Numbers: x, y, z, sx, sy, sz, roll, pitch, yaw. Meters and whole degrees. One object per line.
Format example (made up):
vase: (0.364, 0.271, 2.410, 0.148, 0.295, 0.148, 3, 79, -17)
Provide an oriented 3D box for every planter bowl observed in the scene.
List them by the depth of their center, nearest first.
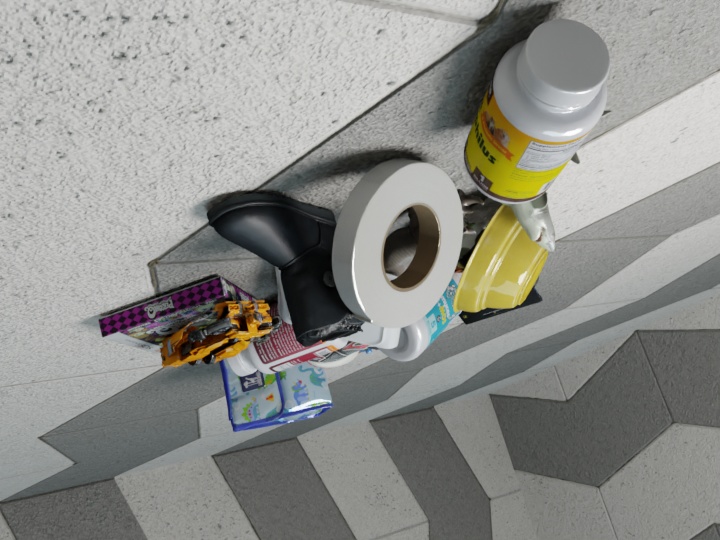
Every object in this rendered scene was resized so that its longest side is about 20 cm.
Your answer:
planter bowl: (0.222, -0.007, 1.055, 0.201, 0.083, 0.201, -52, 160, -27)

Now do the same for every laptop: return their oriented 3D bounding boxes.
laptop: (0.231, 0.057, 1.370, 0.176, 0.104, 0.200, -20, 129, 30)

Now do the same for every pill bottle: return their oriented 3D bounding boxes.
pill bottle: (0.174, -0.154, 0.712, 0.108, 0.110, 0.200, -14, 162, -9)
pill bottle: (0.106, 0.057, 1.199, 0.200, 0.111, 0.111, -39, -178, -43)
pill bottle: (-0.129, 0.108, 1.216, 0.198, 0.114, 0.113, -21, 162, 13)

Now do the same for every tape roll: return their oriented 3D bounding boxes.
tape roll: (0.049, -0.031, 0.852, 0.037, 0.205, 0.202, 18, -170, 42)

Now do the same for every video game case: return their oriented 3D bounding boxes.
video game case: (-0.272, 0.074, 1.109, 0.198, 0.036, 0.181, -19, 164, 5)

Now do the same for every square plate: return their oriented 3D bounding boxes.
square plate: (-0.034, 0.051, 1.051, 0.198, 0.029, 0.199, 14, 148, 6)

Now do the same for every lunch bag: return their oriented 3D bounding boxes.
lunch bag: (-0.172, 0.215, 1.402, 0.198, 0.172, 0.128, -7, 161, -22)

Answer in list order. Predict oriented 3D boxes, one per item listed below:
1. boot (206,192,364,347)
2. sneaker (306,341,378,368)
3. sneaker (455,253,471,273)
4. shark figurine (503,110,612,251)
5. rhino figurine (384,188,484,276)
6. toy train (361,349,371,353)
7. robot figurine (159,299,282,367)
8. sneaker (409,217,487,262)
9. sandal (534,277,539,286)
boot: (-0.082, 0.003, 0.853, 0.076, 0.170, 0.199, -28, 158, 34)
sneaker: (-0.013, 0.110, 1.271, 0.198, 0.081, 0.075, -20, 150, -3)
sneaker: (0.167, -0.028, 1.183, 0.089, 0.071, 0.199, -1, 176, 30)
shark figurine: (0.236, -0.138, 0.918, 0.089, 0.128, 0.215, -36, 152, -25)
rhino figurine: (0.083, -0.050, 0.976, 0.199, 0.088, 0.060, -26, 161, 26)
toy train: (0.057, 0.110, 1.413, 0.198, 0.088, 0.114, -16, 173, -2)
robot figurine: (-0.212, 0.096, 1.072, 0.199, 0.059, 0.144, -30, 160, 38)
sneaker: (0.099, -0.029, 1.066, 0.200, 0.089, 0.077, -43, 173, 37)
sandal: (0.273, 0.034, 1.457, 0.080, 0.058, 0.200, 37, 132, -24)
